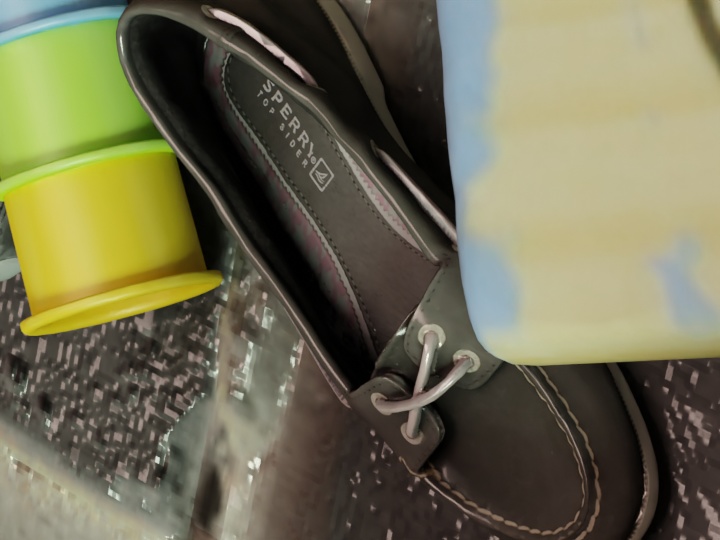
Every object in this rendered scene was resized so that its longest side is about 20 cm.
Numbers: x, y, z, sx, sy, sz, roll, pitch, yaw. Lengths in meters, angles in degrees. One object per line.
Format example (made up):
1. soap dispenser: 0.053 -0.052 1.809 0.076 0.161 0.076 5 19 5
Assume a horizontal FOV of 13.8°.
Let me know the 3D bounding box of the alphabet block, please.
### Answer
1. alphabet block: 0.145 -0.086 0.530 0.200 0.196 0.196 -6 91 45

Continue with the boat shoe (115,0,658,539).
1. boat shoe: 0.000 0.000 0.778 0.200 0.057 0.067 55 128 27

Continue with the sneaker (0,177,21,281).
1. sneaker: -0.150 -0.089 0.894 0.079 0.095 0.200 -28 75 41

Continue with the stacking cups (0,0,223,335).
1. stacking cups: -0.094 -0.084 0.855 0.060 0.060 0.200 -22 81 44
